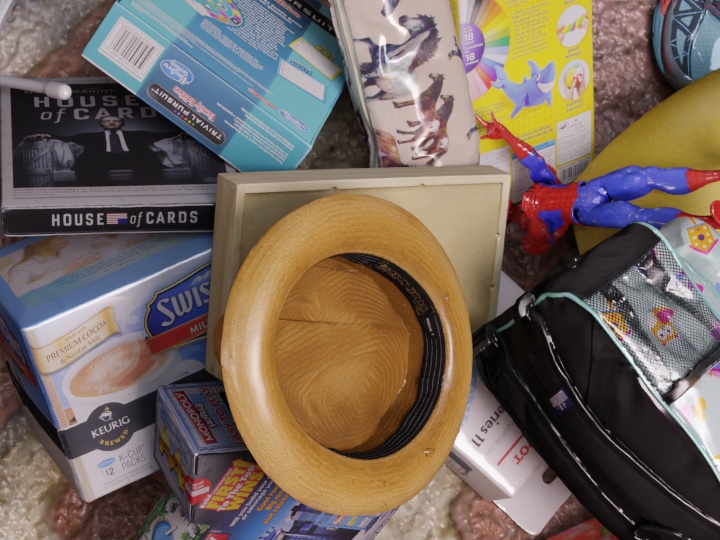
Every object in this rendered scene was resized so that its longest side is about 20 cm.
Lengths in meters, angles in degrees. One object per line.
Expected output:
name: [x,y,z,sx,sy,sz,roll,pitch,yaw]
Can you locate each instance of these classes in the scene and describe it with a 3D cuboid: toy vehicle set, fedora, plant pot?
toy vehicle set: [0.000,0.000,1.460,0.199,0.026,0.125,-3,107,-31]
fedora: [-0.021,0.050,1.383,0.200,0.081,0.202,1,88,-43]
plant pot: [0.222,-0.028,1.593,0.141,0.200,0.201,-16,86,10]

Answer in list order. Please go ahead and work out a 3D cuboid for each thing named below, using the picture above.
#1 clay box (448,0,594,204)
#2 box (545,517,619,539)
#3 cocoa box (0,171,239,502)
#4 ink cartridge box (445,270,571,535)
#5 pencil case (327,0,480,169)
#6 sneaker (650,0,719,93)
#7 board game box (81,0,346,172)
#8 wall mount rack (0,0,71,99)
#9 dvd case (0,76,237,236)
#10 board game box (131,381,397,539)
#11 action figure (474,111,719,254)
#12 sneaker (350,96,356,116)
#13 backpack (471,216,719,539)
clay box: [0.101,-0.146,1.578,0.114,0.048,0.201,-20,120,-30]
box: [0.194,0.231,1.523,0.094,0.200,0.103,-22,102,-15]
cocoa box: [-0.127,0.030,1.501,0.199,0.133,0.132,-24,118,-15]
ink cartridge box: [0.088,0.076,1.596,0.200,0.067,0.117,42,76,-4]
pencil case: [0.020,-0.137,1.510,0.089,0.078,0.201,-19,104,-21]
sneaker: [0.276,-0.213,1.663,0.079,0.096,0.201,32,77,-6]
board game box: [-0.083,-0.146,1.531,0.151,0.200,0.047,37,116,-6]
wall mount rack: [-0.238,-0.189,1.543,0.173,0.075,0.201,23,78,8]
dvd case: [-0.157,-0.077,1.501,0.149,0.200,0.025,-2,119,-8]
board game box: [-0.070,0.141,1.472,0.199,0.062,0.200,13,122,-45]
action figure: [0.142,-0.057,1.500,0.099,0.199,0.066,36,60,-37]
sneaker: [0.052,-0.189,1.607,0.200,0.075,0.090,-48,129,-21]
backpack: [0.188,0.079,1.454,0.153,0.176,0.201,-30,84,-28]
